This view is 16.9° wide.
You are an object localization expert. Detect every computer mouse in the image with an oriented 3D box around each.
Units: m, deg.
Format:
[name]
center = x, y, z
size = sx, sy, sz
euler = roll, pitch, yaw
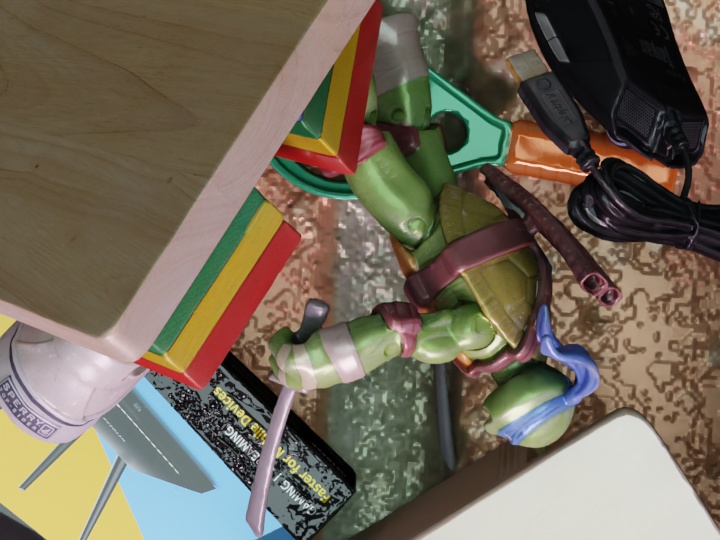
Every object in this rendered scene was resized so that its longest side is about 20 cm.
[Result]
[computer mouse]
center = 0.095, -0.082, 1.045
size = 0.046, 0.140, 0.201
euler = -38, 60, 31

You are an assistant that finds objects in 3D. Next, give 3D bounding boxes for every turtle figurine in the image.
[turtle figurine]
center = 0.000, 0.000, 1.025
size = 0.143, 0.200, 0.195
euler = -18, 83, -30

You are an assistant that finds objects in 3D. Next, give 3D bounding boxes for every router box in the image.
[router box]
center = -0.122, 0.081, 1.109
size = 0.200, 0.051, 0.149
euler = 44, 94, -2

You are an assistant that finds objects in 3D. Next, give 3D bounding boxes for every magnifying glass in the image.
[magnifying glass]
center = 0.048, -0.062, 1.119
size = 0.199, 0.022, 0.080
euler = 11, 93, 1

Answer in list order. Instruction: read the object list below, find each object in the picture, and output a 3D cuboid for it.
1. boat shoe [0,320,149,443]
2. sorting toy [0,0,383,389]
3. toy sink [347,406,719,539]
[boat shoe]
center = -0.084, -0.011, 1.028
size = 0.075, 0.202, 0.086
euler = 47, 124, -8
[sorting toy]
center = -0.079, -0.059, 0.929
size = 0.070, 0.200, 0.199
euler = 44, 72, -39
[toy sink]
center = 0.071, 0.155, 1.085
size = 0.200, 0.112, 0.131
euler = -33, 93, 7
